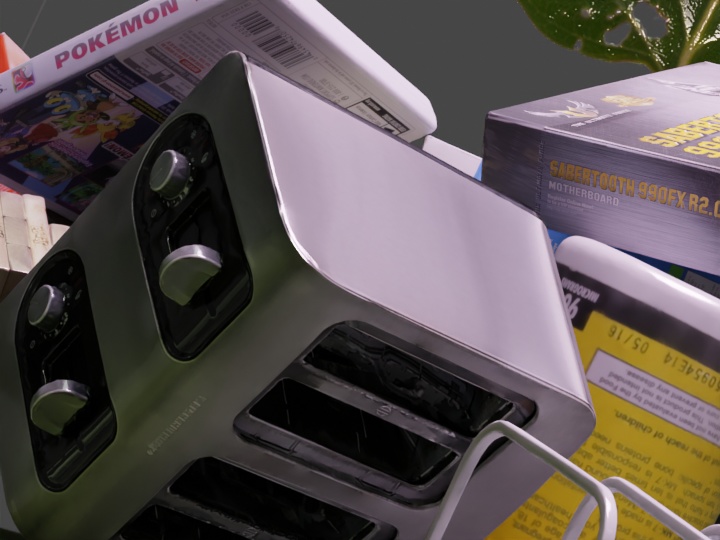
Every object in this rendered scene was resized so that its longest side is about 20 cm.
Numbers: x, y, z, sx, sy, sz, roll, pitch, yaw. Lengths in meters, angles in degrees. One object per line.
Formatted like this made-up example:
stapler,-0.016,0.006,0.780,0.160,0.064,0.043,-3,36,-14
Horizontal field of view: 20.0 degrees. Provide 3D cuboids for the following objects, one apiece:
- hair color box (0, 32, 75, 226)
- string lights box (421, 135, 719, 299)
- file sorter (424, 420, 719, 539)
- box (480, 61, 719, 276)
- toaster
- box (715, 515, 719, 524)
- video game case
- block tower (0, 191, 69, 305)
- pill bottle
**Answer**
hair color box,-0.170,-0.021,1.088,0.111,0.064,0.201,48,14,-43
string lights box,0.106,0.018,1.047,0.199,0.103,0.059,25,2,14
file sorter,0.115,0.154,0.684,0.199,0.125,0.139,26,1,-17
box,0.176,-0.050,0.950,0.158,0.049,0.199,18,22,37
toaster,-0.024,0.040,0.798,0.199,0.181,0.119,26,35,-34
box,0.106,0.144,1.047,0.199,0.123,0.106,26,0,-41
video game case,-0.081,-0.073,0.992,0.200,0.181,0.023,32,39,-61
block tower,-0.218,-0.007,0.823,0.199,0.058,0.054,10,36,-24
pill bottle,0.094,0.097,0.875,0.114,0.201,0.114,26,0,0
